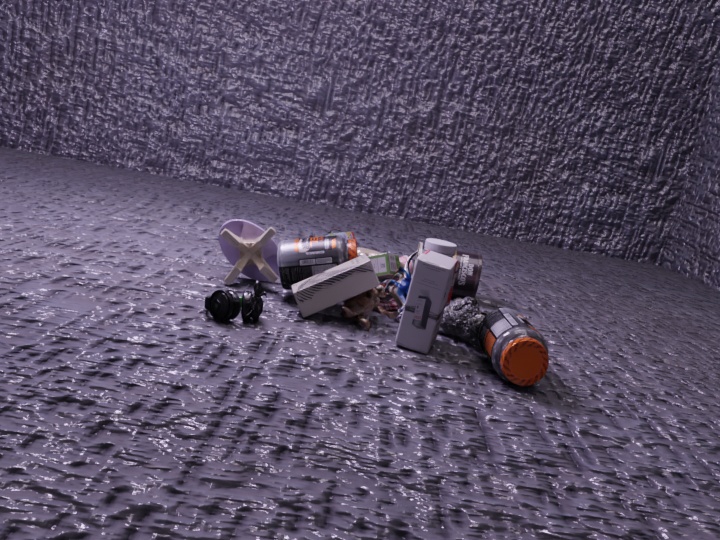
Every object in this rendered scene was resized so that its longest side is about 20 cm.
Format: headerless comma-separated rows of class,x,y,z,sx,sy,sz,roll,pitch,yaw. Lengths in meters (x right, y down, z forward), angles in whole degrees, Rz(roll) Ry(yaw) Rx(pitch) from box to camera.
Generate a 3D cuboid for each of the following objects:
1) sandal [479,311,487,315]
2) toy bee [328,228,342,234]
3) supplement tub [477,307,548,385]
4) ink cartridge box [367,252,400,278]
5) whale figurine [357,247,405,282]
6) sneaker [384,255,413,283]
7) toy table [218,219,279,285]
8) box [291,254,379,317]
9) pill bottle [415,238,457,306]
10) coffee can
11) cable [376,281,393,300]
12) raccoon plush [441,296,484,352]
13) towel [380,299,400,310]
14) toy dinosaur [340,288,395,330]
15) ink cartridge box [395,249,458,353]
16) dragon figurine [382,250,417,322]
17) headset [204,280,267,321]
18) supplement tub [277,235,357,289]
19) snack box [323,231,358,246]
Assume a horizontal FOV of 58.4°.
sandal,0.320,0.138,1.644,0.198,0.058,0.079,17,13,26
toy bee,-0.058,-0.040,2.015,0.128,0.111,0.200,11,23,5
supplement tub,0.327,0.164,1.381,0.120,0.125,0.200,10,13,-4
ink cartridge box,0.000,0.000,1.735,0.197,0.060,0.104,-11,-7,20
whale figurine,0.042,0.002,1.845,0.198,0.105,0.158,8,-15,42
sneaker,0.110,-0.002,2.058,0.103,0.077,0.200,-14,-3,-1
toy table,-0.286,-0.045,1.691,0.198,0.186,0.117,31,6,-14
box,-0.061,0.035,1.528,0.197,0.069,0.082,-24,15,-5
pill bottle,0.195,0.023,1.711,0.110,0.204,0.112,10,11,-2
coffee can,0.267,0.002,2.008,0.196,0.149,0.146,11,12,2
cable,0.077,0.045,1.738,0.096,0.051,0.199,13,12,33
raccoon plush,0.227,0.147,1.554,0.197,0.098,0.135,-19,24,10
towel,0.063,0.073,1.783,0.198,0.030,0.145,-1,18,-46
toy dinosaur,-0.004,0.083,1.569,0.134,0.087,0.199,10,22,36
ink cartridge box,0.151,0.069,1.465,0.083,0.203,0.146,18,13,12
dragon figurine,0.121,0.044,1.648,0.099,0.059,0.201,35,49,3
headset,-0.260,0.061,1.386,0.122,0.096,0.199,3,3,-32
supplement tub,-0.105,-0.022,1.627,0.196,0.125,0.123,-5,12,0
snack box,-0.122,-0.046,1.851,0.198,0.054,0.142,-27,-5,26
